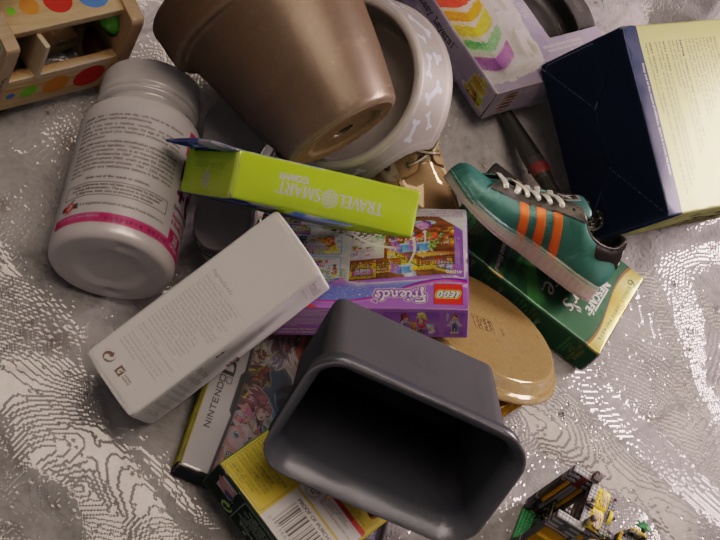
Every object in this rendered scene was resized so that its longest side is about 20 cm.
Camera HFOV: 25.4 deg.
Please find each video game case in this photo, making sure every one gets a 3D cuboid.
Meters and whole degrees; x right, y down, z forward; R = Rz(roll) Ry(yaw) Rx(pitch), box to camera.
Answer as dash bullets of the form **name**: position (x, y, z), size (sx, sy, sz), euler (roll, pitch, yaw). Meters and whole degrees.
- **video game case**: position (-0.053, 0.140, 1.449), size (0.200, 0.026, 0.181), euler (24, 56, -12)

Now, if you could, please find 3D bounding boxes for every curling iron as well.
- **curling iron**: position (0.192, -0.104, 1.673), size (0.050, 0.026, 0.200), euler (8, 38, -43)

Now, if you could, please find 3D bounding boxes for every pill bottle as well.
- **pill bottle**: position (-0.207, -0.085, 1.445), size (0.113, 0.113, 0.200), euler (18, 58, -16)

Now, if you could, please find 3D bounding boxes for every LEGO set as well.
- **LEGO set**: position (0.202, 0.275, 1.439), size (0.154, 0.116, 0.200), euler (39, 54, -2)

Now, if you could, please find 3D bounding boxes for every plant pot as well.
- **plant pot**: position (-0.061, -0.194, 1.434), size (0.200, 0.200, 0.175), euler (-26, 82, -34)

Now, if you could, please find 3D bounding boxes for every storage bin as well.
- **storage bin**: position (0.026, 0.123, 1.349), size (0.200, 0.146, 0.134), euler (25, 29, -12)

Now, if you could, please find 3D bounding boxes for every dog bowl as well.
- **dog bowl**: position (-0.014, -0.178, 1.543), size (0.200, 0.200, 0.059), euler (65, 15, 17)

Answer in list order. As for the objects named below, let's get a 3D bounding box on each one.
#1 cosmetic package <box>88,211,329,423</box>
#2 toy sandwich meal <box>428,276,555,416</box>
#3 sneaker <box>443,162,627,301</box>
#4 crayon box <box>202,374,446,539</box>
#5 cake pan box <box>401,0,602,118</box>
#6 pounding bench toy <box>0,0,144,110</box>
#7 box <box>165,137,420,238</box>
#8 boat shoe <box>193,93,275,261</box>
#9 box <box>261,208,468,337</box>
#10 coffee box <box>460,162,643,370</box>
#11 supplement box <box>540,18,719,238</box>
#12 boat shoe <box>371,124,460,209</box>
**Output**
- **cosmetic package**: position (-0.126, 0.042, 1.369), size (0.200, 0.102, 0.074), euler (-36, 82, -2)
- **toy sandwich meal**: position (0.096, 0.077, 1.524), size (0.205, 0.070, 0.205), euler (27, 27, -15)
- **sneaker**: position (0.172, -0.055, 1.551), size (0.200, 0.080, 0.071), euler (35, 11, -20)
- **crayon box**: position (-0.022, 0.176, 1.398), size (0.200, 0.051, 0.127), euler (-32, 81, -35)
- **cake pan box**: position (0.165, -0.268, 1.753), size (0.200, 0.052, 0.184), euler (-17, 69, -34)
- **pounding bench toy**: position (-0.279, -0.250, 1.448), size (0.156, 0.200, 0.124), euler (-19, 73, -31)
- **box**: position (-0.063, -0.071, 1.390), size (0.200, 0.122, 0.048), euler (12, 89, -27)
- **boat shoe**: position (-0.113, -0.091, 1.500), size (0.072, 0.066, 0.200), euler (5, 62, 1)
- **box**: position (0.000, 0.000, 1.477), size (0.199, 0.039, 0.137), euler (1, 43, 2)
- **coffee box**: position (0.182, -0.006, 1.629), size (0.200, 0.044, 0.123), euler (39, 54, -1)
- **supplement box**: position (0.327, -0.149, 1.685), size (0.199, 0.134, 0.201), euler (-10, 85, -34)
- **boat shoe**: position (0.043, -0.117, 1.573), size (0.071, 0.065, 0.200), euler (-23, 73, -31)
